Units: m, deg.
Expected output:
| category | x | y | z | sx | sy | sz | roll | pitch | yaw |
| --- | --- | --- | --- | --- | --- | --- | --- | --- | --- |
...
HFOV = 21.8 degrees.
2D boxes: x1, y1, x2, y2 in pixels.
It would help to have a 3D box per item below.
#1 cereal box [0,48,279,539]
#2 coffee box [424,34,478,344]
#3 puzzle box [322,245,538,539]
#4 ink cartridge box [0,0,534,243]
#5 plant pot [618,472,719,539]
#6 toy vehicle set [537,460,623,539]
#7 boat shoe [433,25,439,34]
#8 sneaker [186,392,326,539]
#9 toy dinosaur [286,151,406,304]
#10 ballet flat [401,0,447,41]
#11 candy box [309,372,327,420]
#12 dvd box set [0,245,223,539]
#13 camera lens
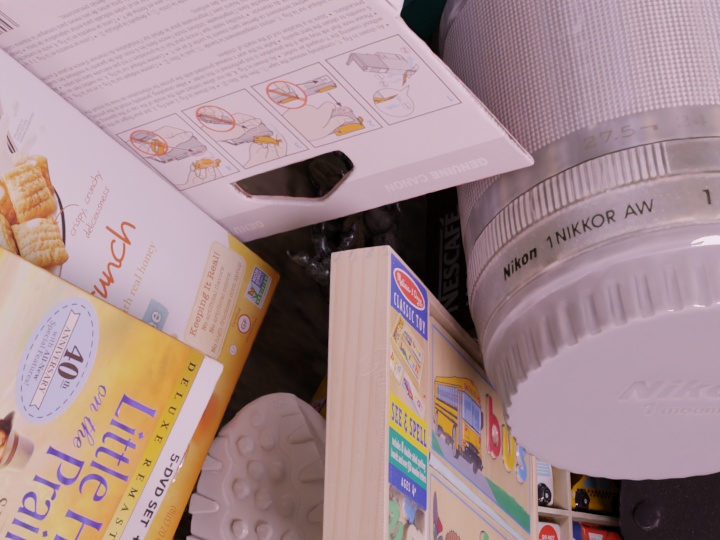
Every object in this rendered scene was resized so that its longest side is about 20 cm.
| category | x | y | z | sx | sy | sz | roll | pitch | yaw |
| --- | --- | --- | --- | --- | --- | --- | --- | --- | --- |
| cereal box | -0.128 | 0.012 | 0.693 | 0.200 | 0.039 | 0.145 | 39 | 63 | -38 |
| coffee box | 0.098 | -0.050 | 0.917 | 0.079 | 0.114 | 0.202 | 31 | 50 | -38 |
| puzzle box | 0.033 | 0.088 | 0.747 | 0.200 | 0.025 | 0.135 | 45 | 42 | -60 |
| ink cartridge box | -0.058 | -0.083 | 0.694 | 0.176 | 0.199 | 0.045 | 39 | 52 | -37 |
| plant pot | 0.228 | 0.076 | 0.956 | 0.177 | 0.198 | 0.202 | 14 | 76 | -56 |
| toy vehicle set | 0.076 | 0.108 | 0.935 | 0.199 | 0.026 | 0.126 | 14 | 69 | -47 |
| boat shoe | 0.083 | -0.149 | 0.885 | 0.057 | 0.198 | 0.069 | -50 | 138 | -36 |
| sneaker | -0.010 | 0.148 | 0.745 | 0.080 | 0.076 | 0.202 | -3 | 79 | -56 |
| toy dinosaur | 0.000 | 0.000 | 0.792 | 0.201 | 0.047 | 0.089 | -96 | 173 | -47 |
| ballet flat | 0.019 | -0.147 | 0.833 | 0.067 | 0.200 | 0.064 | -33 | 83 | -23 |
| candy box | -0.008 | 0.132 | 0.804 | 0.102 | 0.026 | 0.201 | 42 | 56 | -19 |
| dvd box set | -0.154 | 0.056 | 0.623 | 0.199 | 0.029 | 0.147 | 32 | 81 | -37 |
| camera lens | 0.116 | -0.038 | 0.742 | 0.159 | 0.159 | 0.202 | 27 | 47 | -43 |
